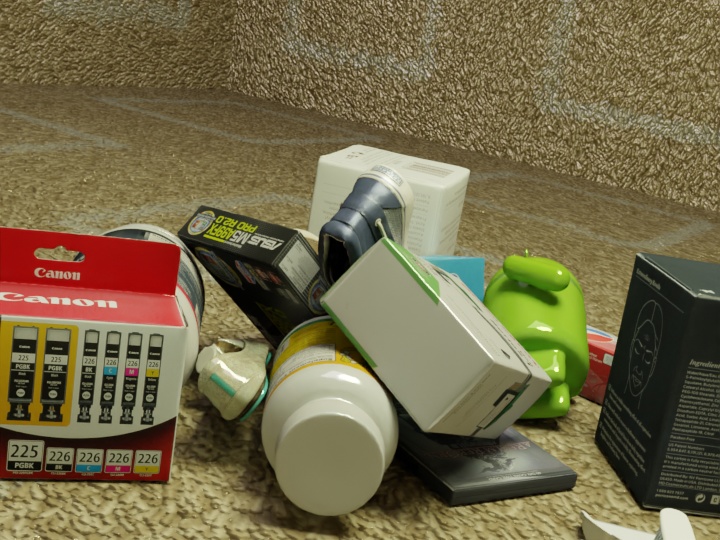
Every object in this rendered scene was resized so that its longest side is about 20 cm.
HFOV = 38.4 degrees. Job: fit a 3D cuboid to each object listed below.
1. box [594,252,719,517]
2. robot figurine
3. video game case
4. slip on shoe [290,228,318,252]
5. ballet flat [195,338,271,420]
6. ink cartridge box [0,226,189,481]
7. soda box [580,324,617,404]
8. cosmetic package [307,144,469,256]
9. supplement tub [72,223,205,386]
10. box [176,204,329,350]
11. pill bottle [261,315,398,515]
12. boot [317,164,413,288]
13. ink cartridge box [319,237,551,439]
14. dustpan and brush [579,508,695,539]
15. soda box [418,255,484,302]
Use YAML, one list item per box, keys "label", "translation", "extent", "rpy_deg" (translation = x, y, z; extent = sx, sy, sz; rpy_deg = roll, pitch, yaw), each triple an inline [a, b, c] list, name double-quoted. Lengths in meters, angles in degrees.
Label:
- label: "box"
  translation: [0.309, 0.103, 0.964]
  extent: [0.106, 0.203, 0.149]
  rpy_deg: [7, 15, -7]
- label: "robot figurine"
  translation: [0.187, 0.067, 1.117]
  extent: [0.114, 0.177, 0.201]
  rpy_deg: [-8, 36, 15]
- label: "video game case"
  translation: [0.086, 0.159, 0.972]
  extent: [0.141, 0.019, 0.200]
  rpy_deg: [1, 16, -32]
- label: "slip on shoe"
  translation: [-0.043, 0.027, 1.150]
  extent: [0.061, 0.076, 0.200]
  rpy_deg: [51, -3, 41]
- label: "ballet flat"
  translation: [-0.115, 0.086, 0.931]
  extent: [0.062, 0.068, 0.200]
  rpy_deg: [37, -5, -6]
- label: "ink cartridge box"
  translation: [-0.240, 0.064, 0.799]
  extent: [0.197, 0.178, 0.084]
  rpy_deg: [4, 15, -18]
- label: "soda box"
  translation: [0.241, 0.094, 1.225]
  extent: [0.070, 0.064, 0.199]
  rpy_deg: [-5, 21, -44]
- label: "cosmetic package"
  translation: [0.030, -0.039, 1.313]
  extent: [0.164, 0.202, 0.167]
  rpy_deg: [14, 15, 13]
- label: "supplement tub"
  translation: [-0.218, 0.039, 0.978]
  extent: [0.138, 0.142, 0.200]
  rpy_deg: [7, 15, -8]
- label: "box"
  translation: [-0.074, 0.027, 1.036]
  extent: [0.159, 0.044, 0.201]
  rpy_deg: [16, -29, 44]
- label: "pill bottle"
  translation: [-0.025, 0.118, 0.861]
  extent: [0.111, 0.114, 0.200]
  rpy_deg: [9, 14, -3]
- label: "boot"
  translation: [0.000, 0.000, 0.942]
  extent: [0.072, 0.201, 0.090]
  rpy_deg: [27, 57, 24]
- label: "ink cartridge box"
  translation: [0.072, 0.065, 0.902]
  extent: [0.146, 0.084, 0.200]
  rpy_deg: [49, 11, 23]
- label: "dustpan and brush"
  translation: [0.238, 0.218, 0.761]
  extent: [0.138, 0.058, 0.200]
  rpy_deg: [12, 15, 6]
- label: "soda box"
  translation: [0.055, 0.020, 1.139]
  extent: [0.064, 0.069, 0.199]
  rpy_deg: [4, 5, 43]
